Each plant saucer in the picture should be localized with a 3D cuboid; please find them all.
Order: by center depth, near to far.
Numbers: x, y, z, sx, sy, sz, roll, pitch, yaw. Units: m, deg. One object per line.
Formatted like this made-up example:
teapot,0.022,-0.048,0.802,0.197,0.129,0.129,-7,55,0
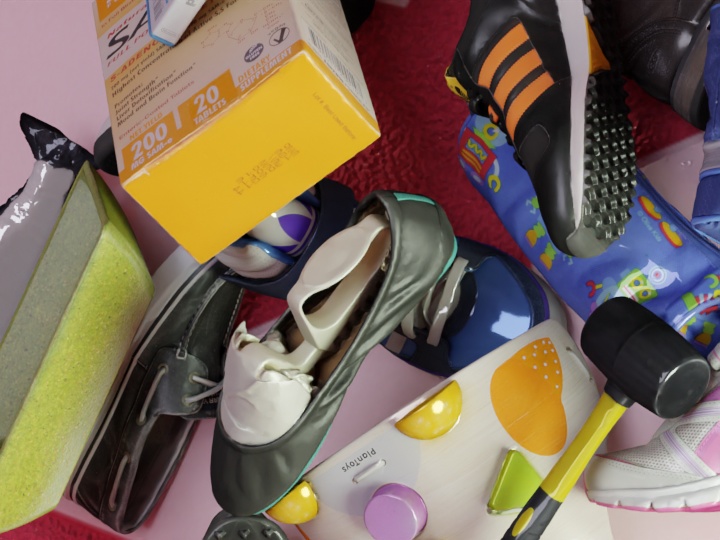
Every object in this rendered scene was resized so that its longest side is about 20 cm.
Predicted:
plant saucer,-0.174,0.050,1.623,0.200,0.048,0.200,-64,13,7

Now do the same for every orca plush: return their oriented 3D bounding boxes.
orca plush,-0.240,-0.005,1.736,0.200,0.105,0.071,-70,22,10

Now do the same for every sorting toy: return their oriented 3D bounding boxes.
sorting toy,0.061,0.158,1.497,0.200,0.107,0.180,-36,83,28

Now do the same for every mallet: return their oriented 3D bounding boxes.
mallet,0.096,0.102,1.426,0.200,0.041,0.066,-51,50,16

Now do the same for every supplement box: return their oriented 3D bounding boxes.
supplement box,-0.073,-0.113,1.528,0.126,0.074,0.200,-36,33,13

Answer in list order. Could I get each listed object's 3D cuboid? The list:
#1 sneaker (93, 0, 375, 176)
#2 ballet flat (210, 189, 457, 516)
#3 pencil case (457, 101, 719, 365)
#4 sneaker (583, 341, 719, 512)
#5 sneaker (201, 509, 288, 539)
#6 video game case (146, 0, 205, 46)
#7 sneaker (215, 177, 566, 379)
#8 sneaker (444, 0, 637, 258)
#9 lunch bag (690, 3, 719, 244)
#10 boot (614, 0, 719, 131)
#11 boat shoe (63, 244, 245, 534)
sneaker,-0.091,-0.149,1.677,0.201,0.067,0.108,-36,62,17
ballet flat,-0.030,0.037,1.468,0.068,0.068,0.200,37,93,39
pencil case,0.133,-0.024,1.496,0.200,0.078,0.087,52,129,29
sneaker,0.204,0.070,1.427,0.200,0.081,0.088,-19,78,19
sneaker,-0.065,0.222,1.577,0.066,0.091,0.200,-1,103,-5
video game case,-0.061,-0.235,1.499,0.200,0.018,0.143,-52,28,29
sneaker,0.000,0.000,1.534,0.200,0.146,0.081,25,93,34
sneaker,0.089,-0.089,1.465,0.090,0.070,0.200,-14,60,22
lunch bag,0.244,-0.053,1.360,0.136,0.200,0.132,2,83,27
boot,0.158,-0.185,1.523,0.174,0.069,0.200,32,99,33
boat shoe,-0.107,0.066,1.644,0.071,0.072,0.200,38,111,25
